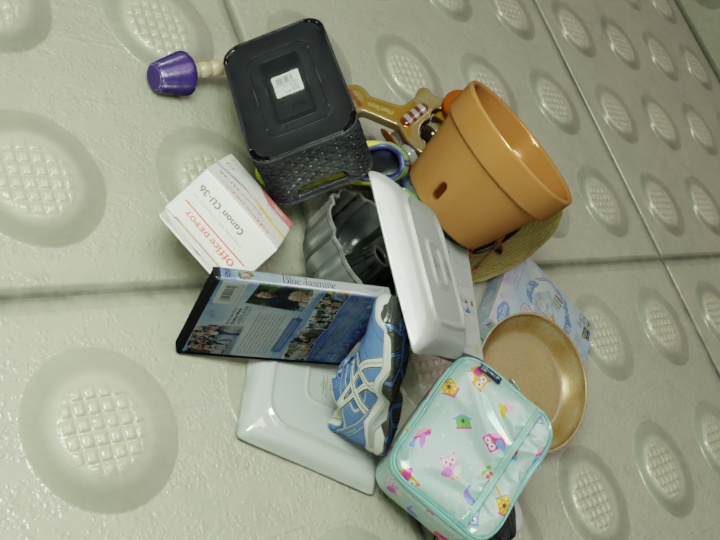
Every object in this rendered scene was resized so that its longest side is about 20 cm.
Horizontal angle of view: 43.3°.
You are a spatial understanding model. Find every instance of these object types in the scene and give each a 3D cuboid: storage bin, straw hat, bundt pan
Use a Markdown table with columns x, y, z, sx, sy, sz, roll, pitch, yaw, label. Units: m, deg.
| x | y | z | sx | sy | sz | roll | pitch | yaw | label |
| --- | --- | --- | --- | --- | --- | --- | --- | --- | --- |
| -0.078 | -0.197 | 1.119 | 0.094 | 0.134 | 0.201 | 66 | 4 | -58 | storage bin |
| 0.190 | -0.069 | 1.339 | 0.200 | 0.201 | 0.085 | 1 | 49 | -45 | straw hat |
| 0.000 | 0.000 | 1.159 | 0.202 | 0.075 | 0.203 | 41 | 30 | -29 | bundt pan |

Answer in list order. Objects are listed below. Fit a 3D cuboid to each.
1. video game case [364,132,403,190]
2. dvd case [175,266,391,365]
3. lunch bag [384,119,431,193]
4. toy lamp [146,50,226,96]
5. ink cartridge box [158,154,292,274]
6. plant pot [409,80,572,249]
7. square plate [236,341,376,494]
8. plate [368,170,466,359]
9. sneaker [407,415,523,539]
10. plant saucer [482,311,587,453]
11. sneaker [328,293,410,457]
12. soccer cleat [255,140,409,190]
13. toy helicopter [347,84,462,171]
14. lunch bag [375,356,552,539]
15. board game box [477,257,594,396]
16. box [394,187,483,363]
| x | y | z | sx | sy | sz | roll | pitch | yaw | label |
| --- | --- | --- | --- | --- | --- | --- | --- | --- | --- |
| 0.046 | -0.110 | 1.292 | 0.201 | 0.023 | 0.182 | 57 | 13 | 3 | video game case |
| -0.083 | 0.053 | 0.968 | 0.198 | 0.143 | 0.018 | 7 | 52 | -26 | dvd case |
| 0.124 | -0.149 | 1.393 | 0.199 | 0.075 | 0.161 | -4 | 63 | -62 | lunch bag |
| -0.185 | -0.262 | 1.180 | 0.199 | 0.058 | 0.059 | -18 | 76 | -41 | toy lamp |
| -0.144 | -0.056 | 1.010 | 0.117 | 0.067 | 0.200 | 48 | 11 | -9 | ink cartridge box |
| 0.158 | -0.124 | 1.177 | 0.200 | 0.140 | 0.201 | 40 | 25 | -23 | plant pot |
| -0.047 | 0.138 | 1.070 | 0.197 | 0.028 | 0.201 | 29 | 45 | -28 | square plate |
| 0.074 | -0.003 | 1.024 | 0.200 | 0.032 | 0.202 | 21 | 53 | -69 | plate |
| 0.113 | 0.272 | 1.101 | 0.200 | 0.075 | 0.114 | 51 | 40 | -3 | sneaker |
| 0.240 | 0.162 | 1.305 | 0.198 | 0.035 | 0.202 | 8 | 73 | -27 | plant saucer |
| 0.007 | 0.114 | 0.979 | 0.076 | 0.202 | 0.076 | 16 | 30 | 14 | sneaker |
| -0.036 | -0.137 | 1.156 | 0.198 | 0.084 | 0.065 | -3 | 95 | -4 | soccer cleat |
| 0.058 | -0.201 | 1.272 | 0.198 | 0.079 | 0.133 | 20 | 75 | 3 | toy helicopter |
| 0.128 | 0.209 | 1.056 | 0.160 | 0.077 | 0.200 | 38 | 59 | 6 | lunch bag |
| 0.276 | 0.088 | 1.428 | 0.199 | 0.043 | 0.201 | 46 | 40 | -13 | board game box |
| 0.094 | 0.010 | 1.155 | 0.144 | 0.036 | 0.202 | 25 | 53 | -47 | box |
